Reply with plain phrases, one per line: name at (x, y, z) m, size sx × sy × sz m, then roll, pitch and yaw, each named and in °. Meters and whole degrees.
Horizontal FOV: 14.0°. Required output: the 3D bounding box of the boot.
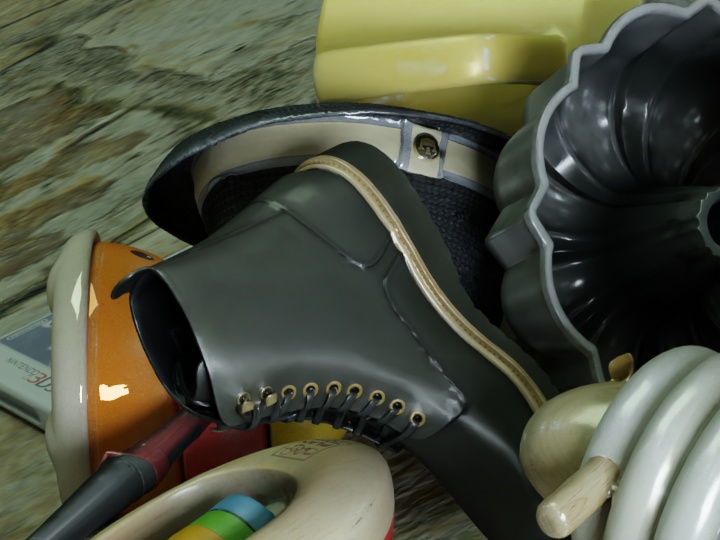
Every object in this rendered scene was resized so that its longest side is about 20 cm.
boot at (-0.003, 0.059, 1.187) m, size 0.138 × 0.200 × 0.077 m, roll -29°, pitch -11°, yaw -40°

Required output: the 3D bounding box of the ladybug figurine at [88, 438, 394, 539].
ladybug figurine at (-0.060, 0.137, 1.215) m, size 0.200 × 0.072 × 0.136 m, roll -32°, pitch 20°, yaw -31°

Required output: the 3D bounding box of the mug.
mug at (0.073, -0.082, 1.384) m, size 0.153 × 0.150 × 0.187 m, roll -4°, pitch 31°, yaw 29°

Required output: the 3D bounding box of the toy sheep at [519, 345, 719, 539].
toy sheep at (0.144, 0.094, 1.051) m, size 0.200 × 0.138 × 0.138 m, roll 27°, pitch 42°, yaw 28°

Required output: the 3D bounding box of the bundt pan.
bundt pan at (0.138, -0.013, 1.273) m, size 0.202 × 0.202 × 0.076 m, roll -30°, pitch 5°, yaw -31°

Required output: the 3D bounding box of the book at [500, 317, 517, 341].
book at (0.086, -0.044, 1.518) m, size 0.200 × 0.048 × 0.134 m, roll -54°, pitch 23°, yaw -19°

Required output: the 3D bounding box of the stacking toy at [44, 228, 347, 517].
stacking toy at (-0.049, 0.052, 1.422) m, size 0.199 × 0.146 × 0.146 m, roll -1°, pitch 19°, yaw -1°

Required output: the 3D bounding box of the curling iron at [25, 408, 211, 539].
curling iron at (-0.101, 0.079, 1.283) m, size 0.026 × 0.050 × 0.200 m, roll 6°, pitch 29°, yaw 26°

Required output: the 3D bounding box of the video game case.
video game case at (-0.110, 0.031, 1.656) m, size 0.200 × 0.023 × 0.182 m, roll -26°, pitch 19°, yaw -21°

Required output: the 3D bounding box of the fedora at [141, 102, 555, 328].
fedora at (0.000, 0.000, 1.323) m, size 0.200 × 0.092 × 0.201 m, roll 0°, pitch -23°, yaw 0°
